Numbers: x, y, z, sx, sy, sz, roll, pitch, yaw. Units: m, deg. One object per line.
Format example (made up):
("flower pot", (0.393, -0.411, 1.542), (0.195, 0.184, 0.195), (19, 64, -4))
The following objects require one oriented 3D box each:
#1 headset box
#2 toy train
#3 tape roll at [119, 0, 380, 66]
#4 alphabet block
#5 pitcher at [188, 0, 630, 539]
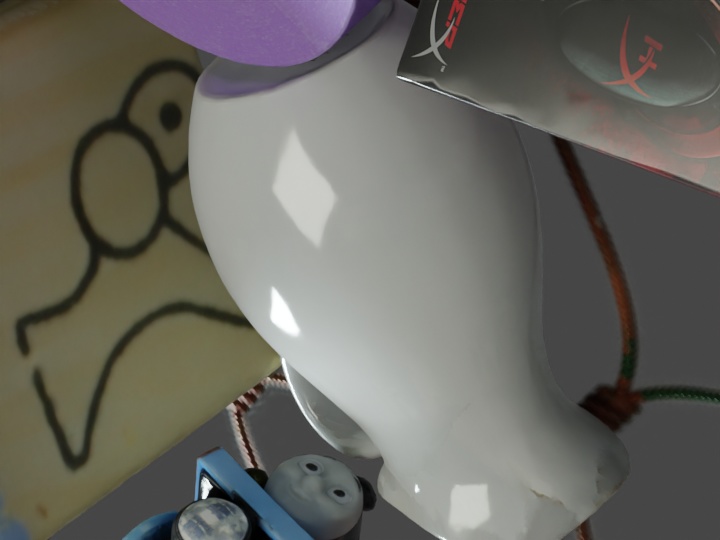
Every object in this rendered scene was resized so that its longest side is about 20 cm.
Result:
("headset box", (0.131, -0.086, 0.619), (0.200, 0.075, 0.149), (23, 99, 21))
("toy train", (-0.046, 0.154, 0.960), (0.087, 0.114, 0.200), (39, 142, 30))
("tape roll", (-0.059, -0.166, 0.767), (0.200, 0.066, 0.200), (35, 154, 20))
("alphabet block", (-0.178, -0.002, 0.936), (0.196, 0.200, 0.196), (-3, 110, 37))
("pitcher", (0.000, 0.000, 0.874), (0.171, 0.121, 0.200), (7, 130, 50))
